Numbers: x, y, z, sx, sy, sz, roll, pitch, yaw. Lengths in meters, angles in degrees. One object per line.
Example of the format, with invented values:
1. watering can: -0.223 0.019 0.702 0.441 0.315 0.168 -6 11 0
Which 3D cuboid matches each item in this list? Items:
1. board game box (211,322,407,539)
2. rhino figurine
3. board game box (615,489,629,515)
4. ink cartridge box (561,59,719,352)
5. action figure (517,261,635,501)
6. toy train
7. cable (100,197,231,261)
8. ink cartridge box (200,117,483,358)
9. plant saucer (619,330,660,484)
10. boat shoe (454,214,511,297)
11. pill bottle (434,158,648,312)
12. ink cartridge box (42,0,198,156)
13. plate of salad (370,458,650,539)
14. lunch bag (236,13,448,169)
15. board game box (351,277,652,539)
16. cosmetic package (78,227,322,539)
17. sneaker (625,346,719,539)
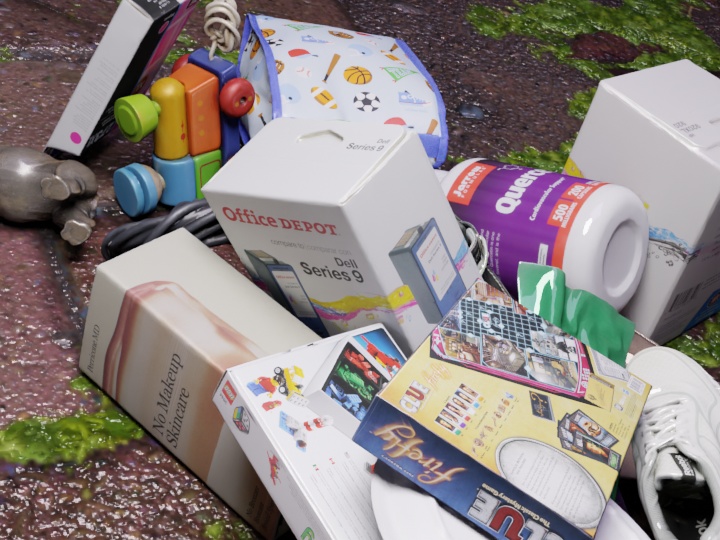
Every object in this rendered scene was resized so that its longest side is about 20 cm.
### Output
1. board game box: 0.014 0.129 0.753 0.126 0.035 0.201 -14 58 -39
2. rhino figurine: -0.301 -0.074 1.009 0.198 0.060 0.088 15 16 -4
3. board game box: 0.119 0.151 0.893 0.119 0.032 0.201 -1 47 -18
4. ink cartridge box: 0.267 -0.059 1.123 0.147 0.201 0.145 -20 50 -42
5. action figure: 0.143 0.105 0.875 0.117 0.055 0.201 24 53 -24
6. toy train: -0.155 -0.145 1.054 0.115 0.201 0.084 -27 42 -37
7. cable: -0.111 -0.042 1.004 0.199 0.051 0.163 -13 13 -22
8. ink cartridge box: 0.000 0.000 0.882 0.145 0.201 0.088 9 45 43
9. plant saucer: 0.183 0.102 1.018 0.198 0.032 0.201 12 37 -9
10. boat shoe: 0.063 -0.004 0.960 0.200 0.071 0.072 39 52 -18
11. pill bottle: 0.134 -0.032 1.072 0.199 0.113 0.112 16 28 38
12. ink cartridge box: -0.203 -0.161 1.063 0.037 0.200 0.095 40 36 -3
13. plate of salad: 0.092 0.160 0.698 0.199 0.048 0.201 22 27 -12
14. lunch bag: -0.023 -0.148 1.171 0.169 0.125 0.200 3 24 -18
15. board game box: 0.091 0.082 0.744 0.135 0.035 0.200 33 27 9
16. cosmetic package: -0.093 0.074 0.871 0.200 0.104 0.087 36 40 25
17. sneaker: 0.206 0.121 0.809 0.081 0.075 0.201 48 25 -39
